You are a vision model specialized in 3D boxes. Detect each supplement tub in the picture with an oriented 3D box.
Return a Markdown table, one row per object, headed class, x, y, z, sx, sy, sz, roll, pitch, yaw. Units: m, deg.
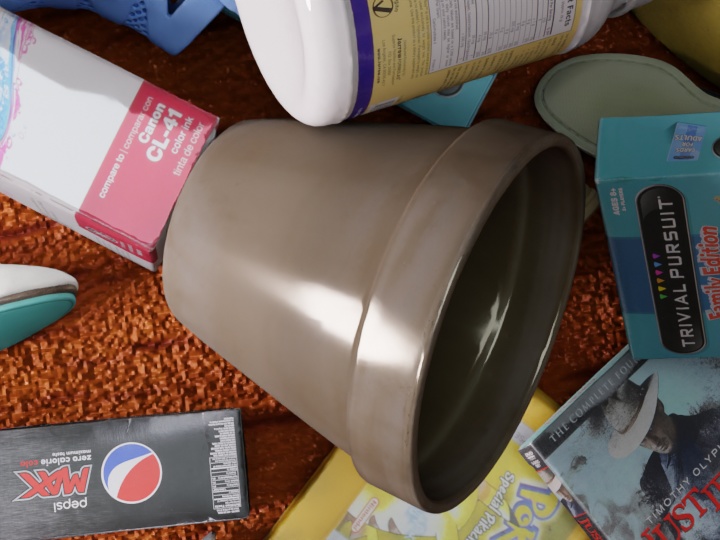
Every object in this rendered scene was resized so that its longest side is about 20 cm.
| class | x | y | z | sx | sy | sz | roll | pitch | yaw |
| --- | --- | --- | --- | --- | --- | --- | --- | --- | --- |
| supplement tub | 0.042 | -0.167 | 0.903 | 0.199 | 0.145 | 0.146 | -19 | 89 | -15 |

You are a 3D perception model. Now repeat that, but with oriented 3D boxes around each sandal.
| class | x | y | z | sx | sy | sz | roll | pitch | yaw |
| --- | --- | --- | --- | --- | --- | --- | --- | --- | --- |
| sandal | -0.110 | -0.158 | 0.982 | 0.199 | 0.080 | 0.088 | -7 | 110 | 6 |

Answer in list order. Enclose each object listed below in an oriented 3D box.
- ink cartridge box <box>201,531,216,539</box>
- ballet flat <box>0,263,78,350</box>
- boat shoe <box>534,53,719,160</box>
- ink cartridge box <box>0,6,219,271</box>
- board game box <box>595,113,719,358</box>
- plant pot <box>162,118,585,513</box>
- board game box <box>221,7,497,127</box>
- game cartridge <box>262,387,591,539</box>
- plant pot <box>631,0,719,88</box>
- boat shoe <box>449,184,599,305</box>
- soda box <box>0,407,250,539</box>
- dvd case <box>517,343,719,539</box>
| class | x | y | z | sx | sy | sz | roll | pitch | yaw |
| --- | --- | --- | --- | --- | --- | --- | --- | --- | --- |
| ink cartridge box | -0.115 | 0.233 | 0.940 | 0.175 | 0.200 | 0.084 | -43 | 92 | -5 |
| ballet flat | -0.260 | 0.032 | 1.012 | 0.199 | 0.069 | 0.070 | -28 | 90 | -5 |
| boat shoe | 0.195 | -0.071 | 1.037 | 0.198 | 0.066 | 0.075 | 14 | 67 | 28 |
| ink cartridge box | -0.182 | -0.083 | 0.978 | 0.199 | 0.148 | 0.086 | 29 | 85 | -4 |
| board game box | 0.235 | -0.018 | 0.946 | 0.199 | 0.151 | 0.047 | -3 | 49 | 16 |
| plant pot | 0.000 | 0.000 | 0.926 | 0.173 | 0.200 | 0.201 | 21 | 85 | 22 |
| board game box | 0.007 | -0.190 | 1.027 | 0.199 | 0.047 | 0.152 | 28 | 106 | -4 |
| game cartridge | 0.071 | 0.154 | 1.047 | 0.200 | 0.032 | 0.177 | 38 | 85 | -2 |
| plant pot | 0.239 | -0.208 | 1.007 | 0.195 | 0.194 | 0.201 | -26 | 95 | -6 |
| boat shoe | 0.044 | -0.011 | 1.035 | 0.199 | 0.072 | 0.065 | -28 | 91 | 0 |
| soda box | -0.163 | 0.117 | 1.007 | 0.199 | 0.071 | 0.064 | -4 | 86 | -6 |
| dvd case | 0.204 | 0.136 | 1.044 | 0.146 | 0.022 | 0.200 | -39 | 90 | -25 |
